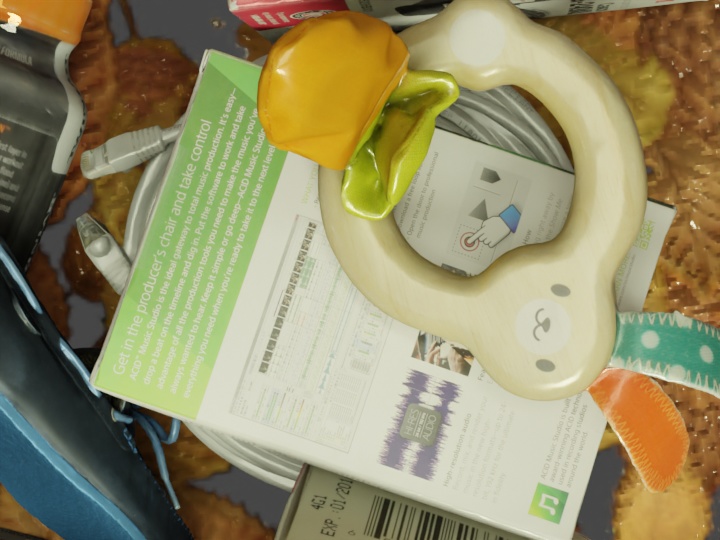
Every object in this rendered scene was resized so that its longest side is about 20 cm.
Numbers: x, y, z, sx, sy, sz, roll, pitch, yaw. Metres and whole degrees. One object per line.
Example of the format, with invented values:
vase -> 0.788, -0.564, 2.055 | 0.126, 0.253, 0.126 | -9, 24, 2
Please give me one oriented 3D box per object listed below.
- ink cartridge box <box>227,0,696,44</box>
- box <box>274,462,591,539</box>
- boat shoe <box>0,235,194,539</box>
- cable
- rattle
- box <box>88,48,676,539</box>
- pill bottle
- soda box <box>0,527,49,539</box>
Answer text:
ink cartridge box -> 0.050, -0.147, 0.867 | 0.200, 0.145, 0.084 | -5, 90, 5
box -> 0.004, 0.195, 0.867 | 0.128, 0.109, 0.200 | 19, 111, 1
boat shoe -> -0.116, 0.059, 0.885 | 0.084, 0.200, 0.069 | 11, 57, 33
cable -> 0.000, 0.000, 0.914 | 0.200, 0.069, 0.200 | -27, 90, 4
rattle -> 0.060, -0.006, 0.766 | 0.130, 0.143, 0.200 | -29, 84, -5
box -> 0.009, 0.011, 0.850 | 0.200, 0.036, 0.145 | 19, 82, -1
pill bottle -> -0.182, -0.038, 0.908 | 0.106, 0.106, 0.200 | 23, 93, 4
soda box -> -0.242, 0.130, 0.934 | 0.200, 0.070, 0.064 | 13, 94, 4
